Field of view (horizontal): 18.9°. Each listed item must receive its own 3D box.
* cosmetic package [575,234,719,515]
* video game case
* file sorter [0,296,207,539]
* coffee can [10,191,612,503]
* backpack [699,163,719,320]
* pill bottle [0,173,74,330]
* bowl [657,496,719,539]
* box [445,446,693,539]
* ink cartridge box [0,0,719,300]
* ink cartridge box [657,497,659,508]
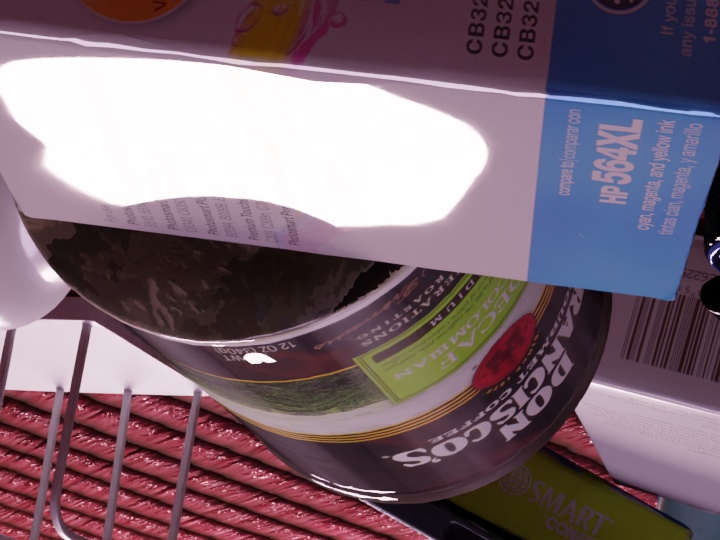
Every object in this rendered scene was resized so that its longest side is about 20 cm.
[{"bbox_3d":[0.153,0.051,0.945,0.101,0.075,0.200,15,167,17],"label":"cosmetic package"},{"bbox_3d":[0.077,0.143,1.067,0.199,0.019,0.143,28,178,-2],"label":"video game case"},{"bbox_3d":[-0.203,0.093,1.181,0.199,0.126,0.139,0,162,25],"label":"file sorter"},{"bbox_3d":[-0.008,-0.020,0.681,0.145,0.148,0.200,3,163,17],"label":"coffee can"},{"bbox_3d":[0.204,-0.044,0.526,0.182,0.136,0.200,17,158,-27],"label":"backpack"},{"bbox_3d":[-0.163,-0.037,0.759,0.198,0.114,0.113,3,162,18],"label":"pill bottle"},{"bbox_3d":[0.253,0.154,1.096,0.104,0.203,0.200,-6,173,-34],"label":"bowl"},{"bbox_3d":[0.079,0.108,1.077,0.199,0.048,0.122,28,178,-3],"label":"box"},{"bbox_3d":[-0.011,-0.082,0.516,0.198,0.130,0.125,7,163,4],"label":"ink cartridge box"},{"bbox_3d":[0.290,0.168,1.251,0.199,0.085,0.146,-6,158,41],"label":"ink cartridge box"}]
